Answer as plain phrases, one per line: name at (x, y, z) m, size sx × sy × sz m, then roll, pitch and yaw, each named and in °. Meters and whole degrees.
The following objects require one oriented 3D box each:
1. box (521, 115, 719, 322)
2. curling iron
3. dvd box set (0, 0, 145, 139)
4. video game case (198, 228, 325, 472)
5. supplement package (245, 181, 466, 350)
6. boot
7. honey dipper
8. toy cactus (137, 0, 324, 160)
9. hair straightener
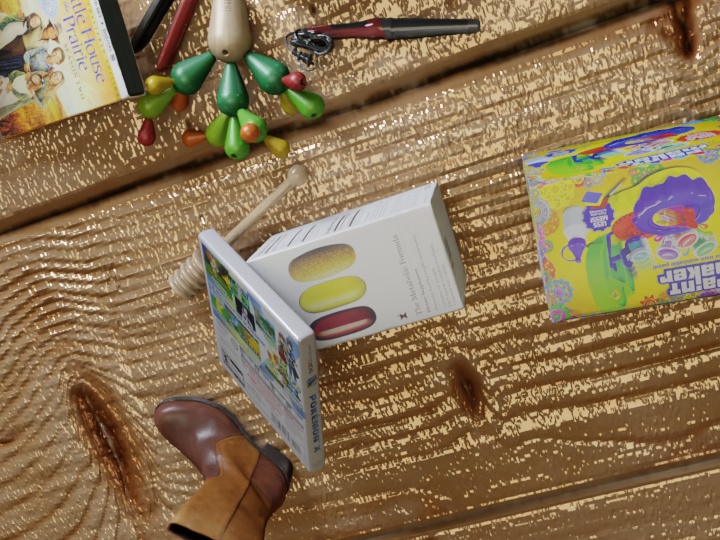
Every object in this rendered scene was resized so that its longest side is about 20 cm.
box at (0.258, -0.053, 0.783) m, size 0.196 × 0.193 × 0.124 m, roll -10°, pitch 104°, yaw 11°
curling iron at (0.021, -0.233, 0.854) m, size 0.196 × 0.026 × 0.050 m, roll -5°, pitch 68°, yaw 6°
dvd box set at (-0.321, -0.228, 0.878) m, size 0.197 × 0.029 × 0.149 m, roll -8°, pitch 104°, yaw 31°
video game case at (-0.101, 0.080, 0.869) m, size 0.022 × 0.200 × 0.185 m, roll -24°, pitch 134°, yaw -26°
supplement package at (0.000, 0.000, 0.882) m, size 0.197 × 0.110 × 0.115 m, roll -17°, pitch 103°, yaw 13°
boot at (-0.173, 0.233, 0.927) m, size 0.187 × 0.200 × 0.069 m, roll 38°, pitch 108°, yaw -3°
honey dipper at (-0.132, -0.045, 0.932) m, size 0.200 × 0.038 × 0.038 m, roll -43°, pitch 96°, yaw 13°
toy cactus at (-0.138, -0.197, 0.865) m, size 0.196 × 0.102 × 0.168 m, roll 1°, pitch 98°, yaw 17°
hair straightener at (-0.192, -0.308, 0.859) m, size 0.076 × 0.041 × 0.202 m, roll 29°, pitch 113°, yaw 0°
